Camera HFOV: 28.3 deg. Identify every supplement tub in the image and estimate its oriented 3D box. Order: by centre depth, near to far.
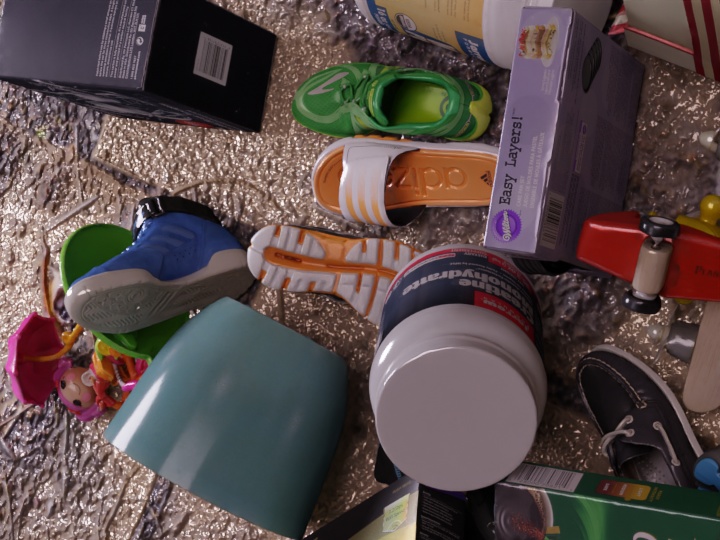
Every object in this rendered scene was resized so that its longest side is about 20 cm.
[{"bbox_3d":[0.080,0.074,1.158,0.140,0.200,0.141,2,112,4],"label":"supplement tub"},{"bbox_3d":[0.106,-0.258,1.236,0.199,0.144,0.145,24,94,29],"label":"supplement tub"}]

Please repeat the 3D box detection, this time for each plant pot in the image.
[{"bbox_3d":[-0.104,0.121,1.275,0.200,0.200,0.162,25,84,28],"label":"plant pot"}]

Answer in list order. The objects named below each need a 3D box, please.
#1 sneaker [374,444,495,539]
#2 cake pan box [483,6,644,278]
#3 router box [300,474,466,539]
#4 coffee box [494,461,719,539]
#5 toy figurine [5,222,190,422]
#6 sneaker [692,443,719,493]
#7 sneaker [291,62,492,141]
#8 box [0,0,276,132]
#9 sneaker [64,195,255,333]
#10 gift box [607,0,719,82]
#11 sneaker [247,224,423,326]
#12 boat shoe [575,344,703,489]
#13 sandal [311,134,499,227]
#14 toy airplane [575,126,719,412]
[{"bbox_3d":[0.094,0.204,1.228,0.200,0.073,0.082,45,130,23],"label":"sneaker"},{"bbox_3d":[0.169,-0.094,1.159,0.052,0.184,0.201,8,89,31],"label":"cake pan box"},{"bbox_3d":[0.001,0.270,1.153,0.200,0.052,0.158,-39,32,40],"label":"router box"},{"bbox_3d":[0.201,0.220,1.089,0.199,0.044,0.124,8,110,22],"label":"coffee box"},{"bbox_3d":[-0.266,0.084,1.420,0.184,0.150,0.200,-38,92,33],"label":"toy figurine"},{"bbox_3d":[0.344,0.204,1.088,0.082,0.073,0.200,-33,86,-25],"label":"sneaker"},{"bbox_3d":[0.020,-0.160,1.303,0.199,0.083,0.075,5,86,29],"label":"sneaker"},{"bbox_3d":[-0.212,-0.206,1.367,0.181,0.200,0.105,10,88,29],"label":"box"},{"bbox_3d":[-0.205,-0.013,1.349,0.111,0.199,0.077,52,138,28],"label":"sneaker"},{"bbox_3d":[0.294,-0.235,1.108,0.184,0.187,0.200,32,83,26],"label":"gift box"},{"bbox_3d":[0.000,0.000,1.303,0.199,0.077,0.079,19,97,10],"label":"sneaker"},{"bbox_3d":[0.231,0.150,1.154,0.201,0.060,0.074,59,140,19],"label":"boat shoe"},{"bbox_3d":[0.040,-0.077,1.279,0.206,0.059,0.080,-2,120,27],"label":"sandal"},{"bbox_3d":[0.293,-0.011,1.125,0.200,0.141,0.199,-35,106,10],"label":"toy airplane"}]
